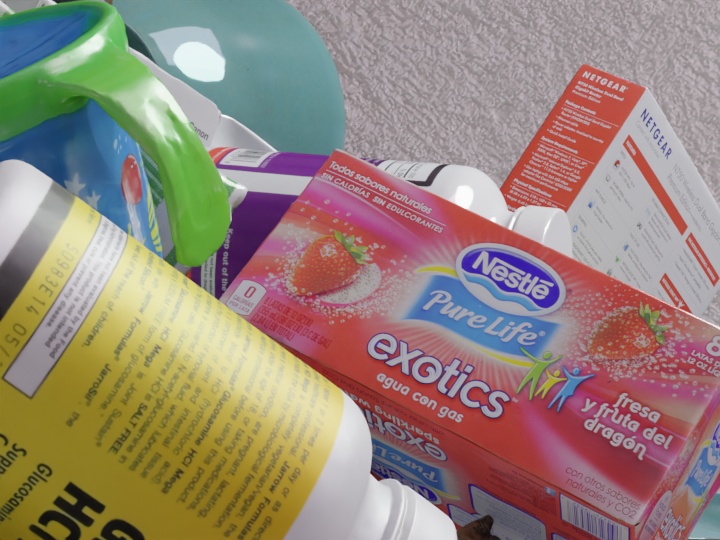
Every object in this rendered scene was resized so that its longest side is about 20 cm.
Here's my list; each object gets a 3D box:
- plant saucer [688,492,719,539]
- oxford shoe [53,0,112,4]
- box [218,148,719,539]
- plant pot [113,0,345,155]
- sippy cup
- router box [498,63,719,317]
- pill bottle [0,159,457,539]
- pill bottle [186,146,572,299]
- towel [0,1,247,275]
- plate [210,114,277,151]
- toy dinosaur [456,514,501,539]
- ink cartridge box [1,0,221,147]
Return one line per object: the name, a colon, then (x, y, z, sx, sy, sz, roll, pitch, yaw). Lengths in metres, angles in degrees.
plant saucer: (0.148, 0.148, 1.132, 0.199, 0.028, 0.200, 5, 3, 0)
oxford shoe: (-0.205, -0.176, 1.088, 0.200, 0.085, 0.073, 18, -10, 40)
box: (0.051, 0.047, 0.805, 0.199, 0.095, 0.103, 26, -26, 23)
plant pot: (-0.135, -0.095, 1.233, 0.200, 0.201, 0.161, 39, 17, 22)
sippy cup: (-0.136, -0.020, 0.746, 0.178, 0.139, 0.131, 31, -37, 65)
router box: (0.137, 0.007, 1.145, 0.049, 0.180, 0.200, 26, -13, 37)
pill bottle: (-0.070, 0.063, 0.648, 0.200, 0.113, 0.112, 36, 5, -12)
pill bottle: (0.000, 0.000, 0.959, 0.199, 0.113, 0.112, 6, -6, 19)
towel: (-0.164, -0.046, 0.840, 0.200, 0.153, 0.023, 38, 34, -6)
plate: (-0.056, 0.022, 1.084, 0.199, 0.032, 0.200, 37, 44, 4)
toy dinosaur: (0.073, 0.161, 0.714, 0.200, 0.086, 0.136, 54, -13, -8)
ink cartridge box: (-0.197, -0.092, 1.011, 0.200, 0.083, 0.146, 18, -9, 39)
